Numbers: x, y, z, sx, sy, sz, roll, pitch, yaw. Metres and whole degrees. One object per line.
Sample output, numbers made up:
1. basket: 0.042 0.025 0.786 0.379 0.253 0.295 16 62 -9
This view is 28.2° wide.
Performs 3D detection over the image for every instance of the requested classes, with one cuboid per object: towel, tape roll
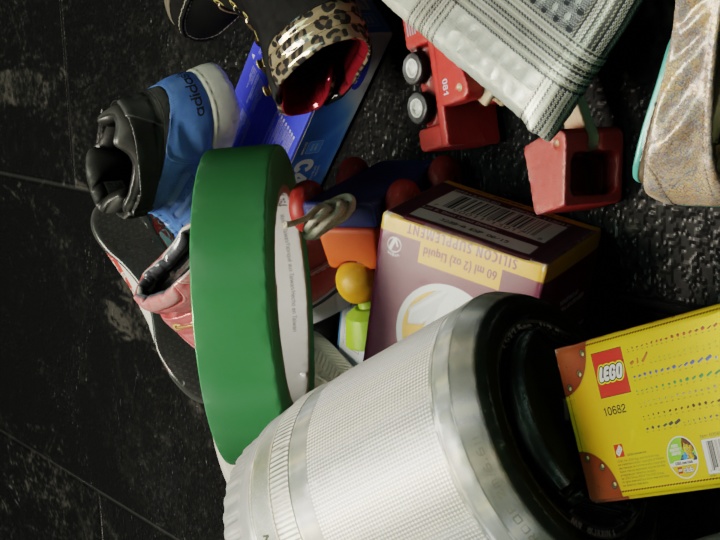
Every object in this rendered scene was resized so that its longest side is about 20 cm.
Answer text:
1. towel: 0.093 -0.207 0.807 0.200 0.034 0.193 50 119 35
2. tape roll: -0.065 0.022 0.912 0.200 0.048 0.202 -4 -90 -86

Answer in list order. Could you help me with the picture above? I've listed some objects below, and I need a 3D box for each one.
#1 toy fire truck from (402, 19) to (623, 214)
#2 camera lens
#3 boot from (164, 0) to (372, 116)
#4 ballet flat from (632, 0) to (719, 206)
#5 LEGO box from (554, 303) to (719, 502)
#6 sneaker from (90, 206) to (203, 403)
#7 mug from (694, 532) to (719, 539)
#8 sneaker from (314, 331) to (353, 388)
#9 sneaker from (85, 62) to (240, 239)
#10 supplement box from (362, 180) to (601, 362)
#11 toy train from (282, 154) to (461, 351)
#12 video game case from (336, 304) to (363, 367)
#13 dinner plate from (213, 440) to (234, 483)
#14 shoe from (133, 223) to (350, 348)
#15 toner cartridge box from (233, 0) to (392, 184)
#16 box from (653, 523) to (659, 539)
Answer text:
1. toy fire truck: 0.085 -0.130 0.872 0.141 0.048 0.202 -10 87 55
2. camera lens: 0.044 0.116 0.762 0.199 0.159 0.161 -31 70 34
3. boot: -0.066 -0.177 0.996 0.200 0.073 0.152 -39 64 48
4. ballet flat: 0.189 -0.124 0.717 0.067 0.068 0.201 22 123 31
5. LEGO box: 0.210 0.043 0.634 0.200 0.148 0.078 -23 78 55
6. sneaker: -0.159 0.026 1.260 0.202 0.067 0.108 57 -177 10
7. mug: 0.228 0.234 0.674 0.177 0.133 0.202 -9 93 59
8. sneaker: -0.021 0.123 1.044 0.200 0.074 0.085 -130 45 -54
9. sneaker: -0.154 -0.061 1.076 0.077 0.111 0.201 54 152 29
10. supplement box: 0.066 0.061 0.881 0.110 0.086 0.201 19 115 26
11. toy train: 0.000 0.000 0.909 0.084 0.200 0.117 1 107 25
12. video game case: 0.042 0.110 1.026 0.200 0.018 0.144 32 123 49
13. dinner plate: -0.088 0.138 1.225 0.200 0.024 0.202 22 116 53
14. shoe: -0.072 -0.003 1.042 0.199 0.091 0.072 -30 40 30
15. toner cartridge box: -0.047 -0.134 1.078 0.095 0.043 0.200 59 142 28
16. box: 0.131 0.263 0.814 0.159 0.048 0.201 -62 -20 -67
